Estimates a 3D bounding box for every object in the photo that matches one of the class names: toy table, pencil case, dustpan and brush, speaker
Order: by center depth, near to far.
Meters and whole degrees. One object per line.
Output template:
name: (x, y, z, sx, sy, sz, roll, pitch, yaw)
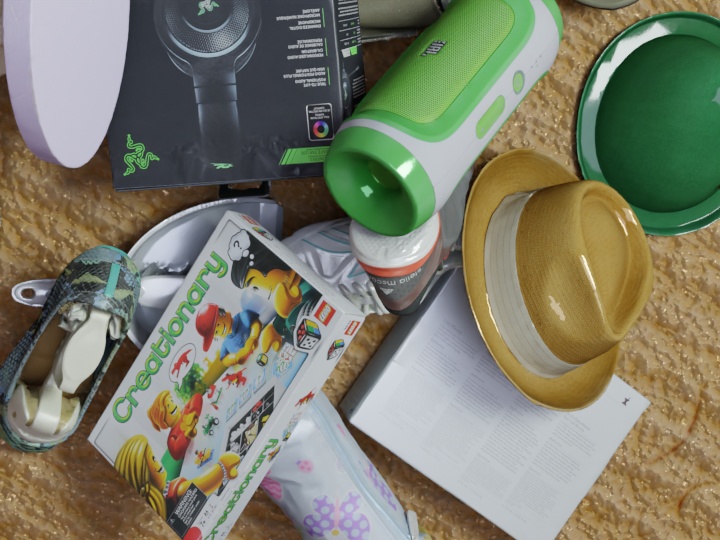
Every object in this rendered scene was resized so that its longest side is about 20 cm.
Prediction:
toy table: (-0.223, -0.169, 0.888, 0.116, 0.184, 0.203, 16, 117, 12)
speaker: (0.058, -0.115, 0.951, 0.089, 0.088, 0.201, 49, 57, -15)
dustpan and brush: (-0.154, 0.015, 1.048, 0.197, 0.057, 0.142, 2, 100, -11)
pencil case: (-0.026, 0.160, 1.075, 0.083, 0.090, 0.201, -46, 112, -26)

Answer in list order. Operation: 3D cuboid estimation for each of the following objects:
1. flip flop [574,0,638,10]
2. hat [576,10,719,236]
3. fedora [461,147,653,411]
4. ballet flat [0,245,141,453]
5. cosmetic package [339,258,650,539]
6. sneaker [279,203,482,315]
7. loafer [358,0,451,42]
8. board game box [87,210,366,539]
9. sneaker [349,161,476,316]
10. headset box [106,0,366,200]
flip flop: (0.145, -0.278, 1.046, 0.080, 0.058, 0.201, -30, 100, 12)
hat: (0.267, -0.113, 1.049, 0.163, 0.176, 0.203, 13, 97, -13)
fedora: (0.158, 0.000, 1.051, 0.199, 0.081, 0.204, 16, 66, -40)
ballet flat: (-0.213, 0.073, 1.003, 0.073, 0.075, 0.201, 20, 122, -14)
cosmetic package: (0.106, 0.105, 1.121, 0.199, 0.052, 0.152, 36, 92, -15)
sneaker: (0.000, 0.000, 1.048, 0.199, 0.081, 0.071, -31, 149, -11)
loafer: (0.037, -0.210, 1.042, 0.197, 0.070, 0.076, -15, 102, -8)
board game box: (-0.097, 0.077, 1.003, 0.126, 0.034, 0.201, 38, 102, 29)
sneaker: (0.041, -0.049, 1.013, 0.076, 0.201, 0.083, 7, 135, 21)
headset box: (-0.089, -0.152, 0.989, 0.171, 0.093, 0.203, -2, 102, 12)
